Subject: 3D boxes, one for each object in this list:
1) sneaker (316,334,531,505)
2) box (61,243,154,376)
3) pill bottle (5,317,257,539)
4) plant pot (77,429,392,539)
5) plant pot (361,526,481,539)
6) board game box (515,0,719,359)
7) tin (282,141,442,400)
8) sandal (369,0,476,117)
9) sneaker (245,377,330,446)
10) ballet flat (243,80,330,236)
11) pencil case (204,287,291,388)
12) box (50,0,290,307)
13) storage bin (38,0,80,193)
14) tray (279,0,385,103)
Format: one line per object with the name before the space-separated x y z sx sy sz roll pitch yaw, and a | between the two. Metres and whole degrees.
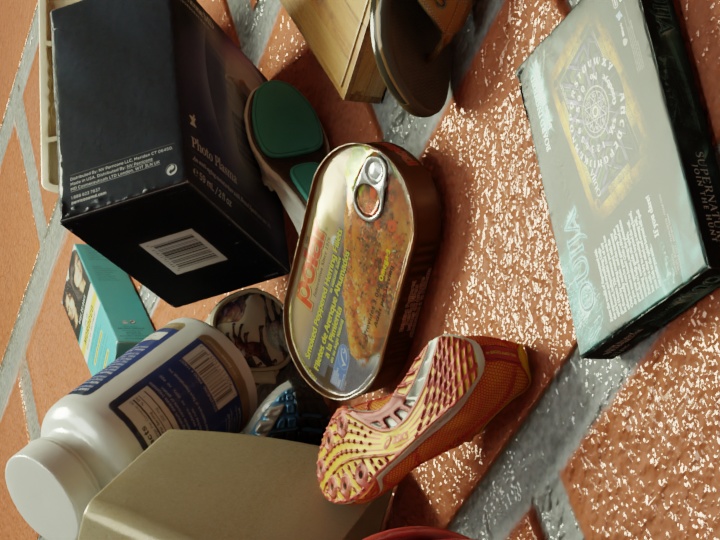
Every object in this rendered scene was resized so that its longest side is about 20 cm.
sneaker | 0.040 0.109 1.135 0.200 0.077 0.074 -37 55 42
box | -0.275 0.056 1.828 0.200 0.049 0.083 55 136 51
pill bottle | -0.184 0.131 1.345 0.110 0.200 0.112 23 131 30
plant pot | -0.107 0.229 1.226 0.200 0.176 0.201 -43 -27 -60
plant pot | 0.050 0.250 0.981 0.182 0.199 0.202 -168 81 -66
board game box | 0.152 -0.065 0.982 0.135 0.028 0.202 -44 50 55
tin | 0.000 0.000 1.246 0.112 0.042 0.201 33 120 33
sandal | 0.056 -0.207 1.162 0.054 0.081 0.202 12 93 41
sneaker | -0.080 0.165 1.400 0.087 0.074 0.201 -117 38 -54
ballet flat | -0.051 -0.074 1.369 0.201 0.069 0.070 61 140 41
pencil case | -0.127 0.099 1.490 0.200 0.077 0.090 129 149 -51
box | -0.157 -0.106 1.399 0.122 0.200 0.200 -16 64 16
storage bin | -0.234 -0.145 1.610 0.200 0.093 0.200 54 -146 -80
tray | -0.020 -0.228 1.342 0.200 0.037 0.099 -119 40 -48
